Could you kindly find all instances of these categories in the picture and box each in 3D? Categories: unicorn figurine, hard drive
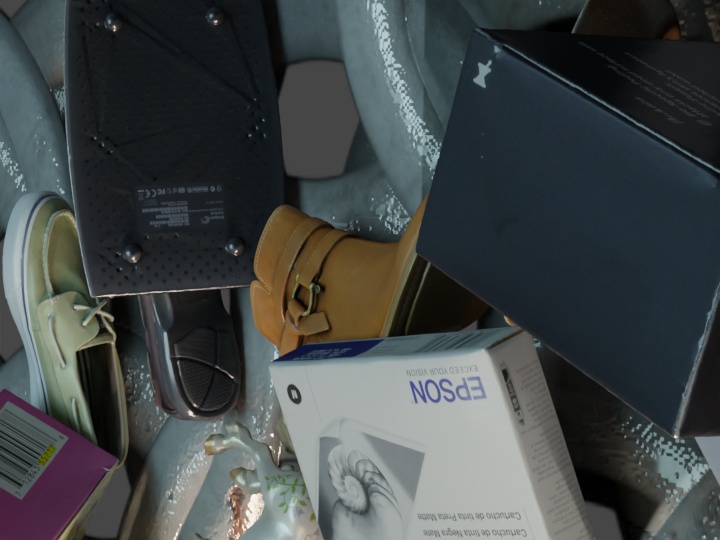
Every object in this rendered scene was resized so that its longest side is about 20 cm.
[{"bbox_3d":[-0.061,0.186,1.684,0.137,0.074,0.201,28,107,37],"label":"unicorn figurine"},{"bbox_3d":[-0.118,-0.082,1.722,0.042,0.134,0.201,127,137,-77],"label":"hard drive"}]

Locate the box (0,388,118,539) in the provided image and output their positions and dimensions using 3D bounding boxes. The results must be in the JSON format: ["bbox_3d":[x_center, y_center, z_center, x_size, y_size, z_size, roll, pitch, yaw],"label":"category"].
[{"bbox_3d":[-0.268,0.214,1.839,0.096,0.176,0.200,31,132,4],"label":"box"}]

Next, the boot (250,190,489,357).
[{"bbox_3d":[0.000,0.000,1.605,0.155,0.073,0.201,45,126,40],"label":"boot"}]

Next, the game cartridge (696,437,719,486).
[{"bbox_3d":[0.229,0.025,1.343,0.200,0.041,0.133,-51,55,39],"label":"game cartridge"}]

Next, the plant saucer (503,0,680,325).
[{"bbox_3d":[0.123,-0.063,1.389,0.037,0.200,0.201,18,107,13],"label":"plant saucer"}]

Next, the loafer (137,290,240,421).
[{"bbox_3d":[-0.123,-0.001,1.774,0.063,0.072,0.201,-10,85,56],"label":"loafer"}]

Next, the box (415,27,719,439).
[{"bbox_3d":[0.167,-0.020,1.235,0.197,0.199,0.118,37,118,47],"label":"box"}]

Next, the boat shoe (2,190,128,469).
[{"bbox_3d":[-0.194,0.043,1.876,0.062,0.072,0.201,-5,96,39],"label":"boat shoe"}]

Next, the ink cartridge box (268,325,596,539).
[{"bbox_3d":[0.047,0.133,1.519,0.199,0.041,0.201,-8,105,52],"label":"ink cartridge box"}]
